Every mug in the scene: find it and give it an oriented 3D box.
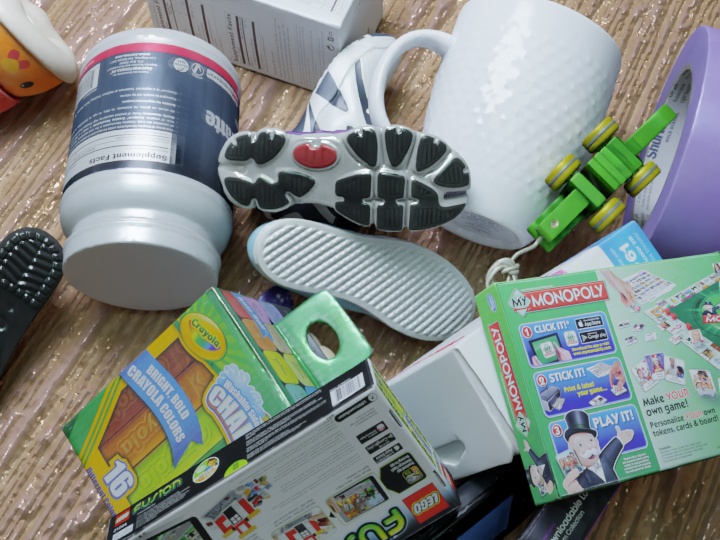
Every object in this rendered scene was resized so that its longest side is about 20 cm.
[{"bbox_3d":[0.101,-0.126,0.873,0.198,0.148,0.177,23,79,-11],"label":"mug"}]

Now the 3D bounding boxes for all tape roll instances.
[{"bbox_3d":[0.278,-0.085,0.830,0.084,0.200,0.202,17,65,5],"label":"tape roll"}]

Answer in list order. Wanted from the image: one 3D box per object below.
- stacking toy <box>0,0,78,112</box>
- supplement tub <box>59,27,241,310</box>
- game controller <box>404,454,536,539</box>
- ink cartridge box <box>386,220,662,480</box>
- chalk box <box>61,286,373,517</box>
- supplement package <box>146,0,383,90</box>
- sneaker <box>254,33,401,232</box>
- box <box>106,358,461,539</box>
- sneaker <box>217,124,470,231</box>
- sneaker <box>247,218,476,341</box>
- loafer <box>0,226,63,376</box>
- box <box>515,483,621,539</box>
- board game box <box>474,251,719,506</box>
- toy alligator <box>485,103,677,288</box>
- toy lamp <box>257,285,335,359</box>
[{"bbox_3d":[-0.368,-0.172,0.941,0.200,0.146,0.146,-42,69,2],"label":"stacking toy"},{"bbox_3d":[-0.172,-0.084,0.867,0.138,0.141,0.202,0,64,0],"label":"supplement tub"},{"bbox_3d":[0.059,0.193,0.724,0.199,0.105,0.042,-33,50,-20],"label":"game controller"},{"bbox_3d":[0.120,0.062,0.756,0.199,0.144,0.085,-32,86,-33],"label":"ink cartridge box"},{"bbox_3d":[-0.084,0.099,0.744,0.200,0.124,0.125,-43,67,12],"label":"chalk box"},{"bbox_3d":[-0.088,-0.261,0.971,0.198,0.110,0.115,20,66,10],"label":"supplement package"},{"bbox_3d":[0.005,-0.105,0.912,0.129,0.080,0.200,35,69,15],"label":"sneaker"},{"bbox_3d":[-0.048,0.153,0.662,0.199,0.110,0.035,-32,25,7],"label":"box"},{"bbox_3d":[-0.010,-0.085,0.822,0.198,0.083,0.082,9,109,9],"label":"sneaker"},{"bbox_3d":[0.000,0.000,0.859,0.198,0.082,0.075,23,90,-20],"label":"sneaker"},{"bbox_3d":[-0.310,0.054,0.848,0.073,0.071,0.200,42,81,-14],"label":"loafer"},{"bbox_3d":[0.133,0.180,0.717,0.036,0.144,0.200,37,59,15],"label":"box"},{"bbox_3d":[0.179,0.064,0.682,0.198,0.029,0.136,-6,72,-28],"label":"board game box"},{"bbox_3d":[0.166,-0.052,0.810,0.200,0.054,0.059,-45,83,-4],"label":"toy alligator"},{"bbox_3d":[-0.008,0.092,0.827,0.199,0.058,0.058,38,70,18],"label":"toy lamp"}]
